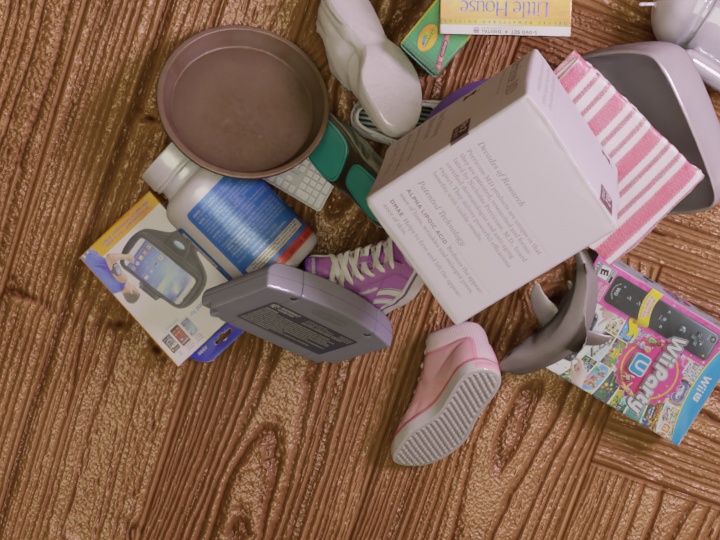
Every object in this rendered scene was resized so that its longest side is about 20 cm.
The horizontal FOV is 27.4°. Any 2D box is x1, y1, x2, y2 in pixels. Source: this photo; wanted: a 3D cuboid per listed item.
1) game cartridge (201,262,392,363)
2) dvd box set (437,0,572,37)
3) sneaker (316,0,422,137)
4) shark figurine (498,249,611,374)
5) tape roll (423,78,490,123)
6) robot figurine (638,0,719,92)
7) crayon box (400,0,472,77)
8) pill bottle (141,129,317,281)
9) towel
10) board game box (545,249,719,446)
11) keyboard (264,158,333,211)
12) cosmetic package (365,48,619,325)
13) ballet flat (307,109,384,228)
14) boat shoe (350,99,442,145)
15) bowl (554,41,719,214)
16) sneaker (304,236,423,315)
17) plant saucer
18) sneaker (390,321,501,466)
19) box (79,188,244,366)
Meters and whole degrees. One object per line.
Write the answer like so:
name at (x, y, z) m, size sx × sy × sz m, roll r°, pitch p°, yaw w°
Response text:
game cartridge at (-0.064, 0.050, 1.668) m, size 0.132 × 0.042 × 0.199 m, roll -23°, pitch 143°, yaw 37°
dvd box set at (0.156, -0.351, 1.572) m, size 0.144 × 0.029 × 0.203 m, roll 2°, pitch 99°, yaw 2°
sneaker at (0.004, -0.223, 1.669) m, size 0.074 × 0.089 × 0.202 m, roll -10°, pitch 64°, yaw -31°
shark figurine at (0.235, 0.042, 1.640) m, size 0.126 × 0.090 × 0.217 m, roll 7°, pitch 121°, yaw -4°
tape roll at (0.160, -0.109, 1.669) m, size 0.197 × 0.085 × 0.203 m, roll -6°, pitch 113°, yaw -15°
robot figurine at (0.409, -0.275, 1.654) m, size 0.198 × 0.113 × 0.171 m, roll 29°, pitch 58°, yaw -4°
crayon box at (0.127, -0.312, 1.655) m, size 0.058 × 0.119 × 0.200 m, roll 40°, pitch 99°, yaw -5°
pill bottle at (-0.153, -0.067, 1.706) m, size 0.112 × 0.112 × 0.200 m, roll -44°, pitch 96°, yaw 8°
towel at (0.249, -0.118, 1.577) m, size 0.200 × 0.030 × 0.146 m, roll 41°, pitch 115°, yaw -9°
board game box at (0.324, 0.088, 1.741) m, size 0.198 × 0.064 × 0.149 m, roll 30°, pitch 100°, yaw -3°
keyboard at (-0.120, -0.143, 1.744) m, size 0.198 × 0.011 × 0.057 m, roll 30°, pitch 99°, yaw -3°
cosmetic package at (0.139, -0.087, 1.503) m, size 0.199 × 0.165 × 0.166 m, roll -33°, pitch 105°, yaw 21°
ballet flat at (-0.001, -0.117, 1.699) m, size 0.200 × 0.063 × 0.068 m, roll 49°, pitch 125°, yaw 34°
boat shoe at (0.086, -0.159, 1.706) m, size 0.197 × 0.067 × 0.075 m, roll 4°, pitch 100°, yaw 1°
bowl at (0.321, -0.166, 1.644) m, size 0.074 × 0.199 × 0.202 m, roll -36°, pitch 108°, yaw -26°
sneaker at (0.000, 0.001, 1.671) m, size 0.113 × 0.073 × 0.200 m, roll 18°, pitch 141°, yaw -25°
plant saucer at (-0.134, -0.188, 1.681) m, size 0.197 × 0.030 × 0.203 m, roll 5°, pitch 63°, yaw -10°
sneaker at (0.097, 0.142, 1.758) m, size 0.075 × 0.105 × 0.201 m, roll 15°, pitch 131°, yaw -25°
box at (-0.224, 0.017, 1.759) m, size 0.119 × 0.041 × 0.200 m, roll -42°, pitch 93°, yaw 7°
